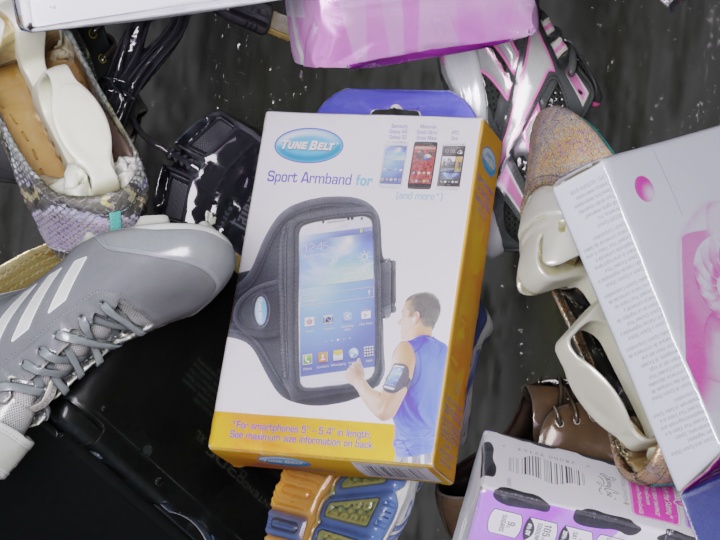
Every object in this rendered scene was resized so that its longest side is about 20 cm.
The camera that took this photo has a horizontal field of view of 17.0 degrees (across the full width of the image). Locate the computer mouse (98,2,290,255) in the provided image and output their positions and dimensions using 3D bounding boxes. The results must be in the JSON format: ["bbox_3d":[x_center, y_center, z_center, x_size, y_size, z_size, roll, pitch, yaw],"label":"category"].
[{"bbox_3d":[-0.054,-0.065,1.281,0.199,0.046,0.141,25,84,-6],"label":"computer mouse"}]

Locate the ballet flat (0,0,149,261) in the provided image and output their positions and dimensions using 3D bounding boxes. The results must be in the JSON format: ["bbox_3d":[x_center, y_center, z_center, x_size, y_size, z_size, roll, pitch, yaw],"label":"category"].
[{"bbox_3d":[-0.158,-0.094,1.201,0.072,0.072,0.201,-35,65,9],"label":"ballet flat"}]

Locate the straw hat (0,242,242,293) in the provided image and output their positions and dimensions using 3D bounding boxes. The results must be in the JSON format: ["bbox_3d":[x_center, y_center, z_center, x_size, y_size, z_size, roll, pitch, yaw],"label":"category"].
[{"bbox_3d":[-0.136,0.043,1.279,0.199,0.085,0.203,-6,116,-11],"label":"straw hat"}]

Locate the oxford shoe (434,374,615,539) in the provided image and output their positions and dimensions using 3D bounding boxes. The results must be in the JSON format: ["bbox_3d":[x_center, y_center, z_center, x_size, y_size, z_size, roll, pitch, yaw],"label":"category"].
[{"bbox_3d":[0.126,0.083,1.225,0.199,0.073,0.085,-34,115,7],"label":"oxford shoe"}]

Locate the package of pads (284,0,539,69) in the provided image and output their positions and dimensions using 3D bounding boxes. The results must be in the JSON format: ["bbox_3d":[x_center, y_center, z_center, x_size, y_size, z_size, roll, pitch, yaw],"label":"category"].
[{"bbox_3d":[0.015,-0.202,1.158,0.119,0.076,0.202,-10,99,-11],"label":"package of pads"}]

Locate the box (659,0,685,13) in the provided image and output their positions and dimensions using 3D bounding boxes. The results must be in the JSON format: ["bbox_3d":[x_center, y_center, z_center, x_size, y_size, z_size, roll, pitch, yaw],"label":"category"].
[{"bbox_3d":[0.184,-0.253,1.244,0.200,0.040,0.137,-44,81,8],"label":"box"}]

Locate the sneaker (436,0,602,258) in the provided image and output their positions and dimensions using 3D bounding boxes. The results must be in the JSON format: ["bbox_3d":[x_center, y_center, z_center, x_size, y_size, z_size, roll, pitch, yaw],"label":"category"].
[{"bbox_3d":[0.082,-0.105,1.256,0.085,0.080,0.202,-3,97,0],"label":"sneaker"}]

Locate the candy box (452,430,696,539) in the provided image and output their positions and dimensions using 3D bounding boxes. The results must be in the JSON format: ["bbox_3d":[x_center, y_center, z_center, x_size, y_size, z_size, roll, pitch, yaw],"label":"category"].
[{"bbox_3d":[0.135,0.189,1.193,0.198,0.072,0.169,13,109,-2],"label":"candy box"}]

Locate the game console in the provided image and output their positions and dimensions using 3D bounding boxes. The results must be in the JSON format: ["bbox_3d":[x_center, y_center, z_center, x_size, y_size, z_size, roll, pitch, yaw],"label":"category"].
[{"bbox_3d":[-0.098,0.106,1.260,0.200,0.116,0.176,45,69,-28],"label":"game console"}]

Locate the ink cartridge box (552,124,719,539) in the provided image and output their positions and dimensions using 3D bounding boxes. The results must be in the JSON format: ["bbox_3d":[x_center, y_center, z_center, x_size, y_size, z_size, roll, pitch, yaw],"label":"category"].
[{"bbox_3d":[0.200,0.026,1.166,0.043,0.196,0.201,-28,82,43],"label":"ink cartridge box"}]

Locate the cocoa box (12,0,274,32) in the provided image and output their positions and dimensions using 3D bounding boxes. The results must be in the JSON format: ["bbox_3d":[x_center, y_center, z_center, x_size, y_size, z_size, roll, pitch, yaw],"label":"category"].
[{"bbox_3d":[-0.109,-0.217,1.112,0.132,0.131,0.202,-9,97,-10],"label":"cocoa box"}]

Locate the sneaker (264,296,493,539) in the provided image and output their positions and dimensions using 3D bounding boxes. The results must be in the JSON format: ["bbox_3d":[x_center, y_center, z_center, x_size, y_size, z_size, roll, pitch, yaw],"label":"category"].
[{"bbox_3d":[0.019,0.092,1.224,0.075,0.088,0.201,15,78,37],"label":"sneaker"}]

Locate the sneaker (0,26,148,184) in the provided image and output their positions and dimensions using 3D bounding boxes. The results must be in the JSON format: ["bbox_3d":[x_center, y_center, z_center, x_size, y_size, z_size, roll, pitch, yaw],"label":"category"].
[{"bbox_3d":[-0.154,-0.138,1.306,0.105,0.075,0.202,18,93,-1],"label":"sneaker"}]

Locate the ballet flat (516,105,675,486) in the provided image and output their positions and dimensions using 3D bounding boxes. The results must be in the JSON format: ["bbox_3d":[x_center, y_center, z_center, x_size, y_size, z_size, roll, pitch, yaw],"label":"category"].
[{"bbox_3d":[0.116,0.013,1.172,0.067,0.068,0.201,-17,75,-33],"label":"ballet flat"}]

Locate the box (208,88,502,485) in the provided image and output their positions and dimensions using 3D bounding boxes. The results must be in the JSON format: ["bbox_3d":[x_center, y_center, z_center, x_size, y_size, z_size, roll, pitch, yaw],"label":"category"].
[{"bbox_3d":[0.000,0.000,1.187,0.118,0.041,0.202,2,75,20],"label":"box"}]

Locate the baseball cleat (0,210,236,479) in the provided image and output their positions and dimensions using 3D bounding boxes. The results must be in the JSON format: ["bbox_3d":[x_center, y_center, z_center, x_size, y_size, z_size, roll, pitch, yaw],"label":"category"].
[{"bbox_3d":[-0.143,0.044,1.142,0.199,0.070,0.107,-20,52,29],"label":"baseball cleat"}]
